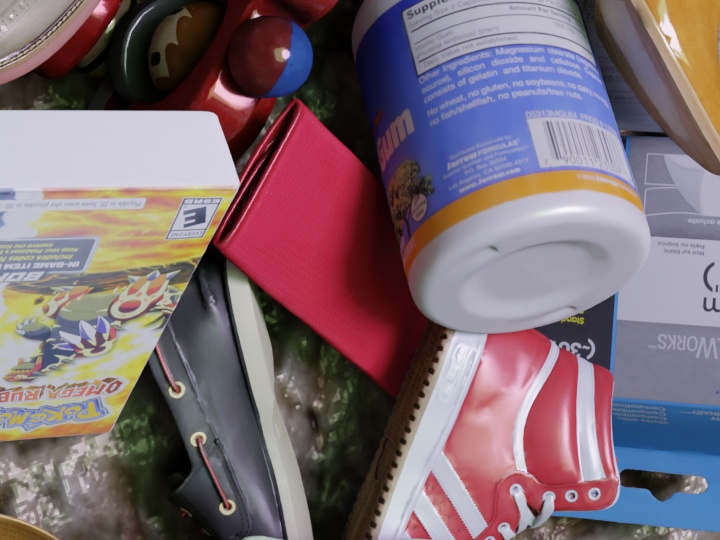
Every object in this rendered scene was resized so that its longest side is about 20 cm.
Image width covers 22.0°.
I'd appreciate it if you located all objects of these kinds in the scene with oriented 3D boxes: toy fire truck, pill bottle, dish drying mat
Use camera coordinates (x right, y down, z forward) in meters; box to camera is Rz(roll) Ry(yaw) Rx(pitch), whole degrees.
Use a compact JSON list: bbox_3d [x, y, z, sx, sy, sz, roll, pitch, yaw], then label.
[{"bbox_3d":[-0.054,-0.125,0.801,0.112,0.168,0.200,34,76,-26],"label":"toy fire truck"},{"bbox_3d":[0.057,-0.082,0.866,0.112,0.112,0.200,4,57,-30],"label":"pill bottle"},{"bbox_3d":[0.000,0.000,0.878,0.200,0.018,0.077,42,73,-50],"label":"dish drying mat"}]

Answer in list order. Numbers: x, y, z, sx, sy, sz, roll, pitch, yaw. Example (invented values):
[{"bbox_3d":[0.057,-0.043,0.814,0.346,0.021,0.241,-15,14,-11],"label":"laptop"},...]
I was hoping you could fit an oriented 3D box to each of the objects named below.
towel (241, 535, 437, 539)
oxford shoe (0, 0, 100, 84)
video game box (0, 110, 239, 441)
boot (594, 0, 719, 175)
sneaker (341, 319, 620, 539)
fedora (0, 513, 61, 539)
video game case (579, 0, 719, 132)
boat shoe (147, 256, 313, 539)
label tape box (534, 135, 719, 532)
[{"bbox_3d":[-0.048,0.201,0.826,0.152,0.023,0.200,10,115,-51],"label":"towel"},{"bbox_3d":[-0.172,-0.109,0.725,0.200,0.071,0.074,-40,141,-32],"label":"oxford shoe"},{"bbox_3d":[-0.171,0.009,0.743,0.200,0.182,0.047,-3,57,-29],"label":"video game box"},{"bbox_3d":[0.167,-0.160,0.844,0.144,0.071,0.201,-31,97,-8],"label":"boot"},{"bbox_3d":[0.056,0.123,0.899,0.112,0.071,0.200,20,98,-10],"label":"sneaker"},{"bbox_3d":[-0.177,0.204,0.792,0.200,0.082,0.201,-1,92,-29],"label":"fedora"},{"bbox_3d":[0.147,-0.159,0.911,0.023,0.200,0.182,9,87,-62],"label":"video game case"},{"bbox_3d":[-0.060,0.091,0.870,0.063,0.074,0.202,-14,107,0],"label":"boat shoe"},{"bbox_3d":[0.156,0.033,0.943,0.063,0.144,0.200,9,85,-74],"label":"label tape box"}]
